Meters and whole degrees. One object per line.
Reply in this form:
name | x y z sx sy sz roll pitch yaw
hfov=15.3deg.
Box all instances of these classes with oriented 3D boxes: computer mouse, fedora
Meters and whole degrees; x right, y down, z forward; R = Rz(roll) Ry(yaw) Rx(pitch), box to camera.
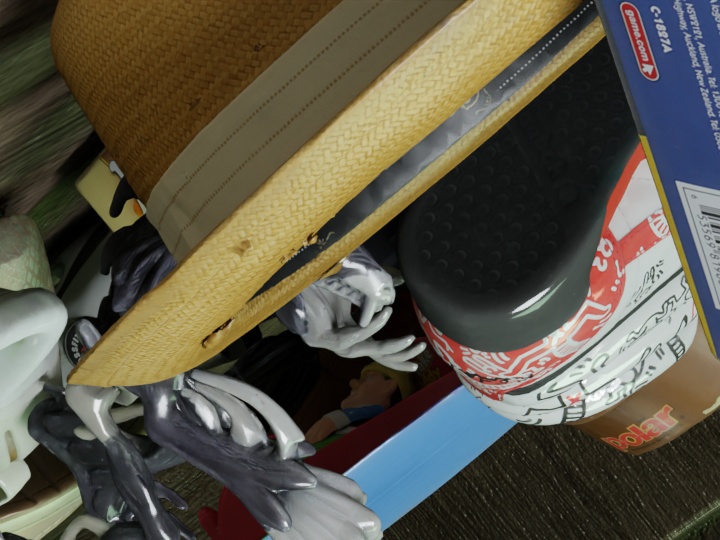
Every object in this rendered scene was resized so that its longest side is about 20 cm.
computer mouse | 0.000 0.000 0.845 0.059 0.034 0.200 -11 158 -42
fedora | 0.000 -0.061 0.550 0.201 0.082 0.201 -40 178 -2

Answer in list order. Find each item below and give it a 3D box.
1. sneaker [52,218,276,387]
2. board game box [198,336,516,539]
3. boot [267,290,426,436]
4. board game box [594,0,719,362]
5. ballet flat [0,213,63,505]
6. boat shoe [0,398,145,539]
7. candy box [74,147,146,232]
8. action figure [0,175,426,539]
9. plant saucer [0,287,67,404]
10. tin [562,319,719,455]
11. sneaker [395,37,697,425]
sneaker | -0.067 -0.002 0.967 0.088 0.074 0.200 -22 -176 20
board game box | -0.004 0.057 0.859 0.158 0.039 0.200 -38 169 1
boot | 0.037 -0.020 0.972 0.188 0.068 0.200 -35 159 -39
board game box | 0.112 -0.114 0.475 0.062 0.200 0.200 14 -128 38
ballet flat | -0.120 0.038 0.822 0.067 0.062 0.200 -46 -179 -26
boat shoe | -0.160 0.093 0.963 0.200 0.072 0.065 -33 153 -20
candy box | 0.012 -0.074 0.827 0.115 0.055 0.200 -42 176 39
action figure | -0.032 0.027 0.712 0.200 0.102 0.119 -58 -175 44
plant saucer | -0.163 0.055 0.650 0.200 0.050 0.200 -40 178 -1
tin | 0.116 -0.025 0.958 0.112 0.042 0.200 -31 -145 49
sneaker | 0.091 -0.045 0.743 0.201 0.067 0.108 -48 156 -11
